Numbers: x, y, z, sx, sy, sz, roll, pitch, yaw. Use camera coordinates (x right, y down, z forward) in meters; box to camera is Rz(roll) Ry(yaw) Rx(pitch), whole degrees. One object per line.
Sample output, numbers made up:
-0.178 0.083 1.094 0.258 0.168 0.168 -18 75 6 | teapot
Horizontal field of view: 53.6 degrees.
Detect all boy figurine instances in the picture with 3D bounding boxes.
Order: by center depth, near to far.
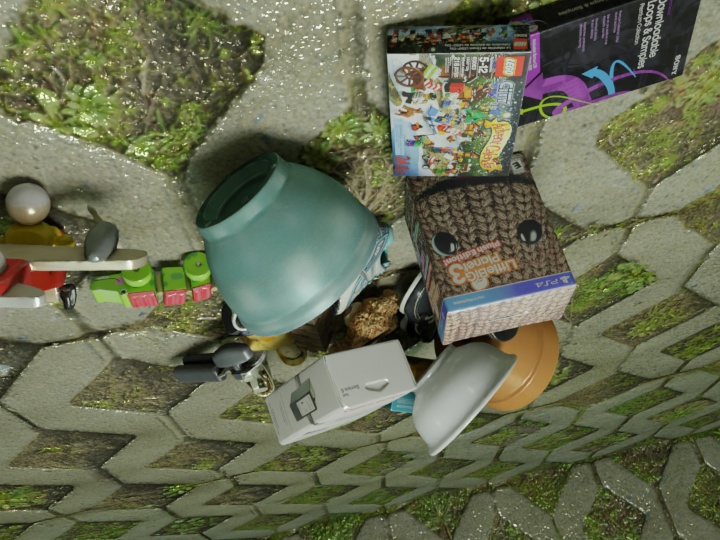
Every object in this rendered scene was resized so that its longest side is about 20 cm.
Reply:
-0.149 0.102 1.152 0.124 0.065 0.200 -25 148 9 | boy figurine

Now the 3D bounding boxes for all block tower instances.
-0.083 0.054 1.068 0.054 0.058 0.200 12 151 16 | block tower

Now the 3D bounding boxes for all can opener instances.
-0.236 0.143 1.155 0.199 0.053 0.067 -9 122 38 | can opener

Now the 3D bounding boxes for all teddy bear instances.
0.009 0.086 1.152 0.145 0.067 0.200 -40 171 16 | teddy bear

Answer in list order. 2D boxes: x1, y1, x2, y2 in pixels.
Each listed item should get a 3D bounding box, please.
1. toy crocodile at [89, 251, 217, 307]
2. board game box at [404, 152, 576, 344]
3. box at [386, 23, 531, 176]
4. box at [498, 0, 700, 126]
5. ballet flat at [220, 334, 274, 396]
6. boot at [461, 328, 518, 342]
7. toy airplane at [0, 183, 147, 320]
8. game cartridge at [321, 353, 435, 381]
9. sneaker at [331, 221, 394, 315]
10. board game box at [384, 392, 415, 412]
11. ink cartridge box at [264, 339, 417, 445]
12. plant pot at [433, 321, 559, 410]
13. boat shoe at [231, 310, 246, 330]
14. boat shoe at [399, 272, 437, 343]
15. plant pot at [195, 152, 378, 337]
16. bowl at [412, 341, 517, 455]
-0.256 0.020 0.955 0.199 0.062 0.068 -6 151 -14 | toy crocodile
0.156 -0.029 0.907 0.159 0.201 0.097 -12 152 -4 | board game box
0.099 -0.172 0.757 0.136 0.038 0.200 1 153 6 | box
0.250 -0.233 0.755 0.199 0.036 0.143 -18 151 6 | box
-0.194 0.175 1.259 0.069 0.070 0.200 -15 152 2 | ballet flat
0.163 0.025 1.110 0.069 0.201 0.174 -17 -174 -17 | boot
-0.359 -0.022 0.751 0.198 0.142 0.199 5 -177 39 | toy airplane
0.052 0.167 1.267 0.175 0.033 0.200 5 180 25 | game cartridge
0.000 0.000 1.022 0.086 0.078 0.200 -9 152 -18 | sneaker
0.093 0.214 1.267 0.150 0.047 0.200 10 179 -17 | board game box
-0.033 0.187 1.092 0.145 0.084 0.200 -8 159 -38 | ink cartridge box
0.223 0.132 1.248 0.140 0.201 0.200 24 135 -35 | plant pot
-0.082 0.014 0.913 0.200 0.065 0.074 -40 107 12 | boat shoe
0.106 0.064 1.176 0.076 0.060 0.200 -53 164 -13 | boat shoe
-0.098 -0.046 0.801 0.200 0.201 0.134 -27 123 22 | plant pot
0.141 0.176 1.088 0.201 0.090 0.201 -47 173 -8 | bowl
